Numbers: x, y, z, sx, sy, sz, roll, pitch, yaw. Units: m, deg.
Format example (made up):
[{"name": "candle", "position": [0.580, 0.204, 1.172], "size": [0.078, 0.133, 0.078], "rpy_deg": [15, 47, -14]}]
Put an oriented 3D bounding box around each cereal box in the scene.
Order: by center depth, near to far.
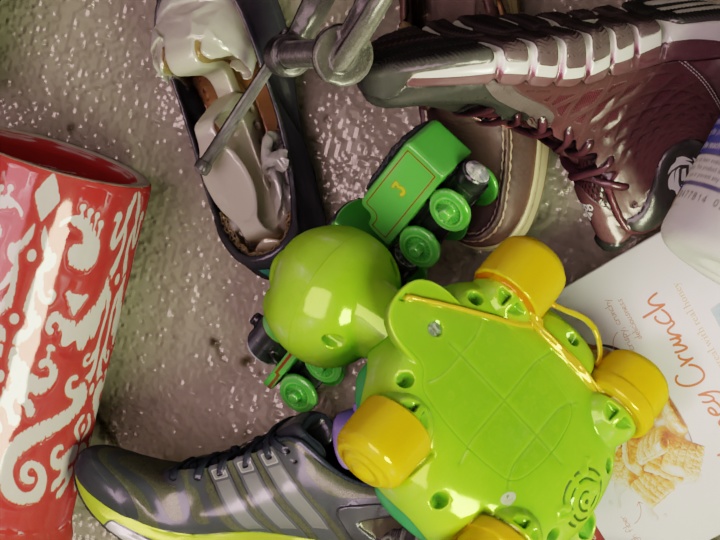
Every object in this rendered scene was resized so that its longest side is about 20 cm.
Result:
[{"name": "cereal box", "position": [0.153, 0.059, 1.229], "size": [0.200, 0.040, 0.144], "rpy_deg": [-32, 84, 23]}]

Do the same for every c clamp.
[{"name": "c clamp", "position": [-0.010, -0.121, 1.170], "size": [0.027, 0.200, 0.171], "rpy_deg": [29, 82, -12]}]

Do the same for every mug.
[{"name": "mug", "position": [-0.198, 0.034, 1.307], "size": [0.133, 0.177, 0.201], "rpy_deg": [22, 100, 25]}]

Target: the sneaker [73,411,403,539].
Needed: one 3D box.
[{"name": "sneaker", "position": [-0.049, 0.108, 1.293], "size": [0.199, 0.074, 0.081], "rpy_deg": [9, 108, 7]}]

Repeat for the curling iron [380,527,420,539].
[{"name": "curling iron", "position": [0.105, 0.148, 1.218], "size": [0.199, 0.050, 0.026], "rpy_deg": [6, 75, 12]}]

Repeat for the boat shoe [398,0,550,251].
[{"name": "boat shoe", "position": [0.045, -0.108, 1.230], "size": [0.072, 0.072, 0.201], "rpy_deg": [2, 96, 36]}]

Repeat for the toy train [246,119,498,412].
[{"name": "toy train", "position": [0.000, 0.000, 1.252], "size": [0.056, 0.042, 0.200], "rpy_deg": [43, 132, 4]}]

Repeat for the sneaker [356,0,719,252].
[{"name": "sneaker", "position": [0.094, -0.061, 1.178], "size": [0.199, 0.076, 0.116], "rpy_deg": [-8, 108, -20]}]

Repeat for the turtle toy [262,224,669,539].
[{"name": "turtle toy", "position": [0.039, 0.057, 1.178], "size": [0.200, 0.146, 0.101], "rpy_deg": [47, 155, -10]}]

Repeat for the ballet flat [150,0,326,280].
[{"name": "ballet flat", "position": [-0.067, -0.090, 1.289], "size": [0.073, 0.073, 0.201], "rpy_deg": [-16, 90, 24]}]

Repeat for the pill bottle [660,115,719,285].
[{"name": "pill bottle", "position": [0.230, -0.074, 1.121], "size": [0.120, 0.120, 0.200], "rpy_deg": [28, 87, 18]}]
